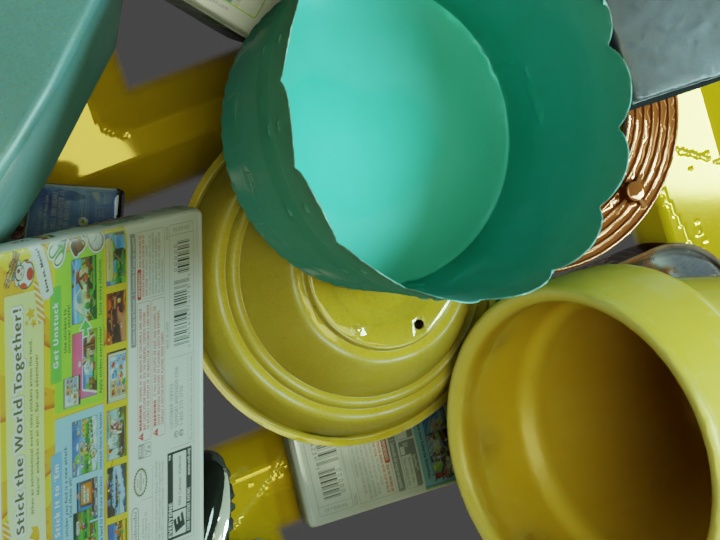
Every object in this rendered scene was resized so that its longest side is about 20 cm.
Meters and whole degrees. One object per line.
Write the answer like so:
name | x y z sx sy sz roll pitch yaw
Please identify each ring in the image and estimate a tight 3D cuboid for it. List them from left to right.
ring | 0.103 -0.098 1.413 0.199 0.019 0.202 1 87 -15

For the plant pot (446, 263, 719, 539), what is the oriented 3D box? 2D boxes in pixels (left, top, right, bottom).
plant pot | 0.184 0.084 1.343 0.188 0.200 0.202 -18 105 -42

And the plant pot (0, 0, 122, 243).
plant pot | -0.224 -0.090 1.214 0.141 0.141 0.201 21 67 -2

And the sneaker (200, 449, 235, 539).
sneaker | -0.147 0.190 1.368 0.090 0.070 0.201 25 92 -22

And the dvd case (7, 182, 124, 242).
dvd case | -0.236 0.018 1.300 0.199 0.018 0.144 4 91 2

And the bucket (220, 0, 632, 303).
bucket | 0.030 -0.081 1.221 0.206 0.135 0.209 1 87 -21

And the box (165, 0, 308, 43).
box | -0.053 -0.237 1.312 0.101 0.112 0.201 29 91 -19

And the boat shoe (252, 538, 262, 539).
boat shoe | -0.069 0.258 1.419 0.061 0.073 0.201 7 107 25

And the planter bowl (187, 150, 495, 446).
planter bowl | 0.000 0.000 1.323 0.199 0.083 0.202 1 86 -18

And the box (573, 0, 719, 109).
box | 0.137 -0.190 1.313 0.123 0.200 0.199 -19 92 -16

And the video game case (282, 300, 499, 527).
video game case | 0.029 0.038 1.426 0.181 0.022 0.201 -16 102 -14

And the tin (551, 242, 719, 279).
tin | 0.151 0.053 1.441 0.199 0.042 0.113 -20 100 -26

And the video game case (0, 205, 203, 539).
video game case | -0.145 0.076 1.249 0.182 0.023 0.201 -16 110 -56
